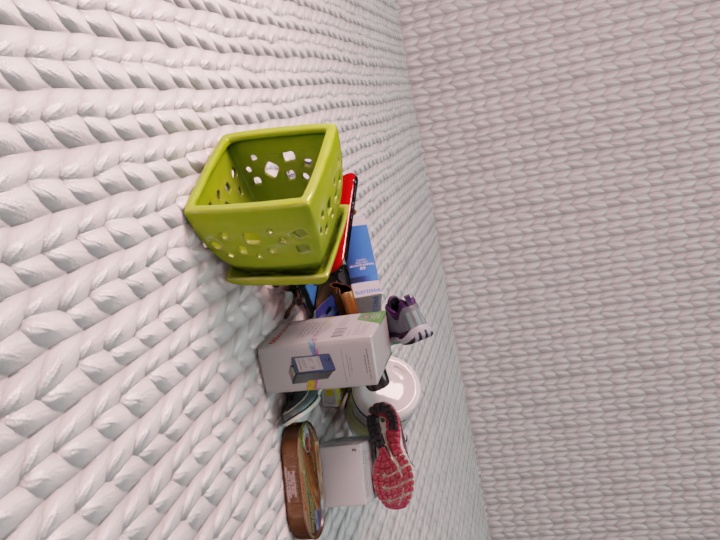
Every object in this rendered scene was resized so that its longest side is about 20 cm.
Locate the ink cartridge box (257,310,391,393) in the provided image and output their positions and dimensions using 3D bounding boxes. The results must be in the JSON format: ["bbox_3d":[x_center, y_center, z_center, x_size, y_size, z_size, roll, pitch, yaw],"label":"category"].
[{"bbox_3d":[-0.058,0.137,1.286,0.145,0.198,0.088,-53,136,-72],"label":"ink cartridge box"}]

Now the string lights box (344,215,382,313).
[{"bbox_3d":[0.000,0.000,1.501,0.103,0.058,0.201,88,-7,-52],"label":"string lights box"}]

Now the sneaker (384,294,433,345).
[{"bbox_3d":[0.067,0.087,1.366,0.200,0.074,0.088,-20,-90,66],"label":"sneaker"}]

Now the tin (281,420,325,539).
[{"bbox_3d":[-0.100,0.366,1.315,0.112,0.042,0.202,33,50,-77],"label":"tin"}]

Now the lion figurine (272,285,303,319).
[{"bbox_3d":[-0.131,-0.020,1.382,0.123,0.072,0.202,-91,-175,-82],"label":"lion figurine"}]

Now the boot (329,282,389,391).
[{"bbox_3d":[-0.025,0.121,1.436,0.188,0.068,0.201,-157,-136,-77],"label":"boot"}]

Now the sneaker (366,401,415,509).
[{"bbox_3d":[0.064,0.350,1.432,0.075,0.080,0.202,35,48,-73],"label":"sneaker"}]

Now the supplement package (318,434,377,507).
[{"bbox_3d":[-0.021,0.386,1.464,0.200,0.109,0.115,26,57,-73],"label":"supplement package"}]

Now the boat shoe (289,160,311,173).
[{"bbox_3d":[-0.091,-0.199,1.612,0.199,0.066,0.075,33,49,-72],"label":"boat shoe"}]

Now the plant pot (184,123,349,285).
[{"bbox_3d":[-0.124,-0.089,1.150,0.201,0.197,0.182,-75,157,-45],"label":"plant pot"}]

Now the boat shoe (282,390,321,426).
[{"bbox_3d":[-0.107,0.212,1.347,0.062,0.073,0.200,54,20,-7],"label":"boat shoe"}]

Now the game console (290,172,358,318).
[{"bbox_3d":[-0.050,-0.042,1.324,0.118,0.172,0.201,35,49,-39],"label":"game console"}]

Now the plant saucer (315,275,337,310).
[{"bbox_3d":[-0.074,-0.013,1.541,0.200,0.029,0.202,11,90,-80],"label":"plant saucer"}]

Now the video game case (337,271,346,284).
[{"bbox_3d":[0.001,0.093,1.688,0.201,0.024,0.182,57,-6,32],"label":"video game case"}]

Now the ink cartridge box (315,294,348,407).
[{"bbox_3d":[-0.046,0.157,1.584,0.198,0.047,0.202,-45,135,-72],"label":"ink cartridge box"}]

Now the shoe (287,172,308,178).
[{"bbox_3d":[-0.097,-0.125,1.552,0.200,0.071,0.092,36,49,-64],"label":"shoe"}]

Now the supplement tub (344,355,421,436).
[{"bbox_3d":[0.042,0.283,1.604,0.200,0.144,0.146,106,-13,-59],"label":"supplement tub"}]
